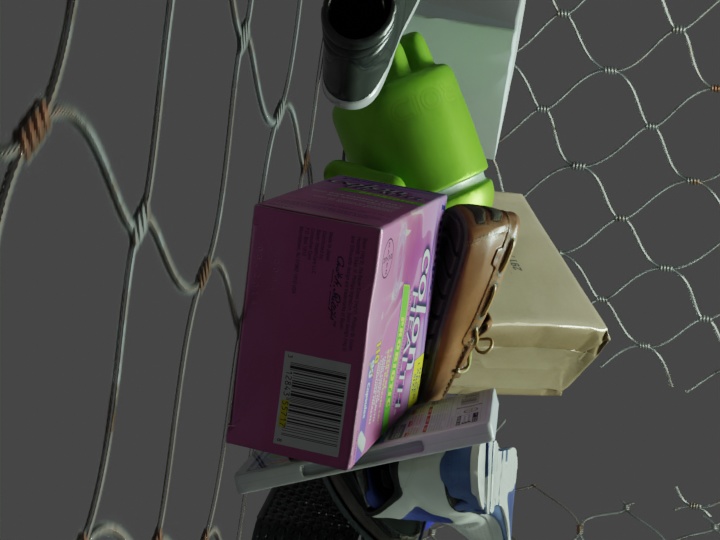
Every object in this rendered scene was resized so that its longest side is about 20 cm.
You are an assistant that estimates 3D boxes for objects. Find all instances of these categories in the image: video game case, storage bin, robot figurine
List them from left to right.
[{"bbox_3d":[-0.044,0.266,1.359,0.200,0.093,0.136,-56,155,-75],"label":"storage bin"},{"bbox_3d":[0.009,0.133,1.175,0.143,0.199,0.018,-42,119,-81],"label":"video game case"},{"bbox_3d":[0.048,-0.105,1.318,0.175,0.115,0.201,-31,101,-57],"label":"robot figurine"}]

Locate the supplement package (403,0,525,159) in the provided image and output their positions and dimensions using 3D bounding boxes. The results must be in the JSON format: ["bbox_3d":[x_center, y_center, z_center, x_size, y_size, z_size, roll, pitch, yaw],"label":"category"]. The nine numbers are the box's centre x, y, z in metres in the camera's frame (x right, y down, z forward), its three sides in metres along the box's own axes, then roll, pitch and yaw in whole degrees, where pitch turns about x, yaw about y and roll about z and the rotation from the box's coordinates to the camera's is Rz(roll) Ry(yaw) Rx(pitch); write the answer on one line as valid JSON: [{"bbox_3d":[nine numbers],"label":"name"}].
[{"bbox_3d":[0.087,-0.240,1.531,0.200,0.151,0.151,-73,172,-52],"label":"supplement package"}]

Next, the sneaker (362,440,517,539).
[{"bbox_3d":[0.065,0.175,1.240,0.199,0.115,0.081,53,42,-64],"label":"sneaker"}]

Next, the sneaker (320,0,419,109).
[{"bbox_3d":[0.016,-0.240,1.222,0.099,0.070,0.201,98,7,-69],"label":"sneaker"}]

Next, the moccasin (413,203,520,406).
[{"bbox_3d":[0.081,0.036,1.238,0.074,0.077,0.202,51,-48,53],"label":"moccasin"}]

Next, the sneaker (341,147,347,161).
[{"bbox_3d":[0.044,-0.156,1.429,0.201,0.115,0.075,93,8,-49],"label":"sneaker"}]

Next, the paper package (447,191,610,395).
[{"bbox_3d":[0.111,0.019,1.460,0.104,0.190,0.200,-58,-137,34],"label":"paper package"}]

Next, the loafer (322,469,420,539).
[{"bbox_3d":[0.000,0.153,1.301,0.063,0.072,0.200,-53,-127,34],"label":"loafer"}]

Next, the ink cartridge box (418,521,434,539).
[{"bbox_3d":[0.042,0.163,1.376,0.100,0.039,0.201,101,-24,-53],"label":"ink cartridge box"}]

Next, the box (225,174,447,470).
[{"bbox_3d":[-0.013,0.031,1.118,0.200,0.096,0.177,-31,130,-72],"label":"box"}]
